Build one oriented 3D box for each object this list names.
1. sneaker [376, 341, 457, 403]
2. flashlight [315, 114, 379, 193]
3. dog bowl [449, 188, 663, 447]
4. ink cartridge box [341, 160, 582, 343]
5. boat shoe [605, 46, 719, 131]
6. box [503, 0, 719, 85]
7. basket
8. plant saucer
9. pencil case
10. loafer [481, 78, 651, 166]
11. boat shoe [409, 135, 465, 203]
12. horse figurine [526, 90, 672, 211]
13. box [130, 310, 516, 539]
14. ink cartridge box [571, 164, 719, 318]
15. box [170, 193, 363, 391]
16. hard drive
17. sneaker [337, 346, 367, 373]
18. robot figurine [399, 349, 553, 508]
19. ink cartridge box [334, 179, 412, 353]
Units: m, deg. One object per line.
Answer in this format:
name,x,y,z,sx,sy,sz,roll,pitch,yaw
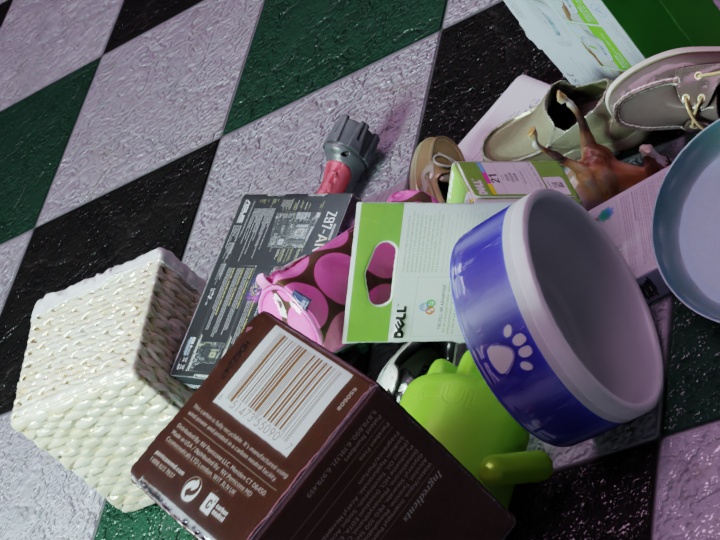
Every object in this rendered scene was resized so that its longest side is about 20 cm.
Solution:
sneaker,0.026,0.128,1.667,0.201,0.075,0.088,-62,-2,-33
flashlight,-0.045,-0.076,2.032,0.068,0.068,0.201,120,174,-68
dog bowl,0.161,0.039,1.530,0.079,0.200,0.201,-30,34,28
ink cartridge box,0.081,-0.016,1.650,0.199,0.149,0.076,-1,31,-12
boat shoe,0.316,-0.157,1.659,0.199,0.072,0.060,-10,40,12
box,0.235,-0.248,1.775,0.097,0.200,0.176,-51,30,-10
basket,-0.221,0.116,1.905,0.199,0.198,0.162,-21,41,34
plant saucer,0.335,-0.044,1.533,0.199,0.027,0.201,-13,62,27
pencil case,0.000,0.000,1.693,0.200,0.094,0.091,-34,-6,-35
loafer,0.188,-0.142,1.782,0.199,0.068,0.076,-16,42,40
boat shoe,0.094,-0.060,1.832,0.063,0.073,0.202,-42,34,37
horse figurine,0.181,-0.071,1.731,0.200,0.132,0.050,-46,21,22
box,-0.028,0.169,1.399,0.164,0.200,0.166,-51,37,-9
ink cartridge box,0.271,-0.037,1.642,0.199,0.042,0.120,-32,34,26
box,-0.082,0.023,1.780,0.160,0.043,0.201,1,64,45
hard drive,0.175,-0.122,1.869,0.132,0.026,0.200,-49,31,-4
sneaker,-0.028,0.144,1.768,0.075,0.079,0.200,-34,13,28
robot figurine,0.073,0.167,1.568,0.175,0.116,0.201,-20,40,46
ink cartridge box,-0.025,0.014,1.868,0.199,0.084,0.145,-27,20,29
